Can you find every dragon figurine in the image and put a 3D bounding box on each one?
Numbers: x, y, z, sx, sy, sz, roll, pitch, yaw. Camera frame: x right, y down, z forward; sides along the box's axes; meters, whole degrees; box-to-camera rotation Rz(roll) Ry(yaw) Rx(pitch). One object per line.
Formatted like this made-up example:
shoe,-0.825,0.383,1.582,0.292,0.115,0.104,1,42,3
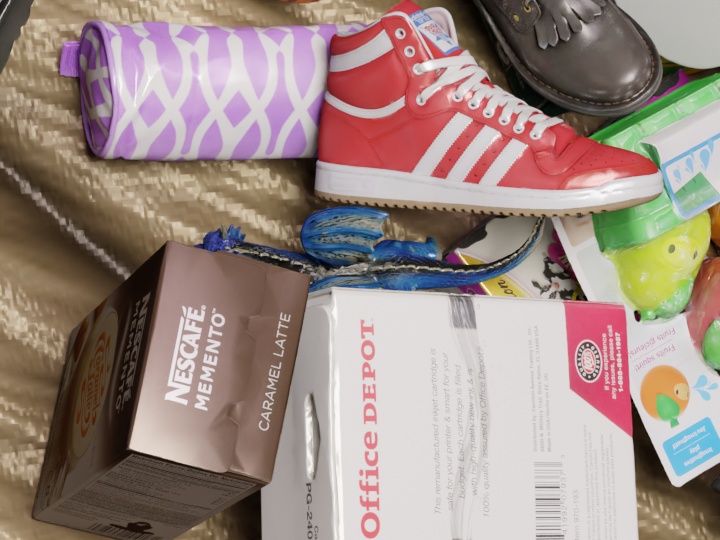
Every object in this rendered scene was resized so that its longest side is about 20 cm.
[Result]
dragon figurine,0.000,0.000,1.589,0.099,0.199,0.059,22,66,-55

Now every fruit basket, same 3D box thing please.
fruit basket,0.210,-0.007,1.629,0.184,0.094,0.201,-27,90,-25

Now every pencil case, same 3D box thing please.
pencil case,-0.064,-0.106,1.627,0.199,0.084,0.086,-1,37,-23

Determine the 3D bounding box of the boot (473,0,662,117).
boot,0.084,-0.185,1.586,0.069,0.174,0.200,-41,67,-7

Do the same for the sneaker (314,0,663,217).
sneaker,0.068,-0.090,1.554,0.199,0.071,0.113,4,98,20

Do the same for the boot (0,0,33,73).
boot,-0.239,-0.198,1.534,0.157,0.079,0.212,27,81,-41

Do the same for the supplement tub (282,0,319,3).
supplement tub,-0.021,-0.265,1.661,0.122,0.122,0.201,27,68,-12

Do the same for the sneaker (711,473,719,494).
sneaker,0.280,0.128,1.657,0.091,0.076,0.199,49,32,18

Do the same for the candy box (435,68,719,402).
candy box,0.153,-0.007,1.690,0.200,0.061,0.137,-39,92,-24

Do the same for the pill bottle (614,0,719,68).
pill bottle,0.237,-0.212,1.681,0.114,0.114,0.200,47,55,-3

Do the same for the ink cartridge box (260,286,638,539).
ink cartridge box,0.046,0.090,1.530,0.199,0.083,0.146,3,81,-33

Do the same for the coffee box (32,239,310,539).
coffee box,-0.102,0.068,1.496,0.079,0.200,0.115,15,70,-16

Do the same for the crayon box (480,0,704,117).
crayon box,0.169,-0.178,1.744,0.199,0.051,0.128,-17,77,-23
